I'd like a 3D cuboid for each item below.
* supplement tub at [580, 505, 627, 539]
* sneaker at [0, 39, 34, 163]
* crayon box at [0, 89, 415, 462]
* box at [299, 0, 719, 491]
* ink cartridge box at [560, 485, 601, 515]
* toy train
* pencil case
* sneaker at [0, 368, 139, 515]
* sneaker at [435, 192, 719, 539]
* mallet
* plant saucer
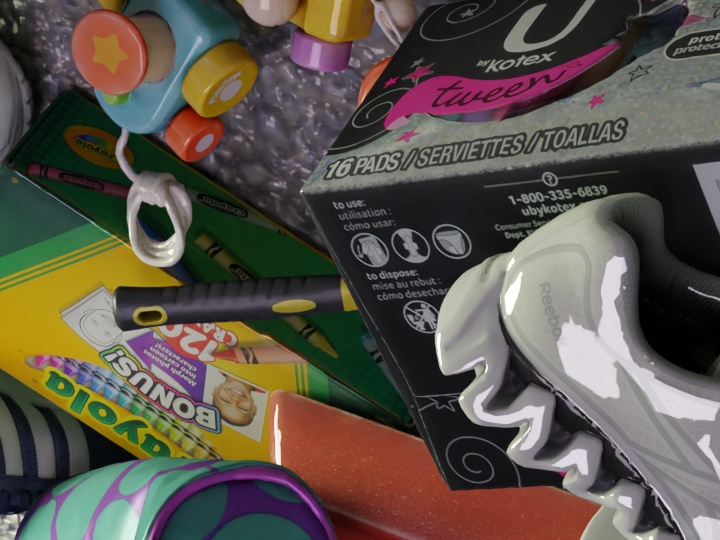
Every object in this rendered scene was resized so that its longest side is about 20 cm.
[{"bbox_3d":[0.148,0.178,1.015,0.140,0.140,0.200,9,132,24],"label":"supplement tub"},{"bbox_3d":[-0.203,-0.037,1.189,0.074,0.087,0.200,37,136,-2],"label":"sneaker"},{"bbox_3d":[-0.073,0.026,1.190,0.200,0.058,0.119,33,138,0],"label":"crayon box"},{"bbox_3d":[0.107,-0.019,0.889,0.199,0.115,0.132,-6,124,33],"label":"box"},{"bbox_3d":[0.194,0.126,1.107,0.199,0.084,0.146,8,132,25],"label":"ink cartridge box"},{"bbox_3d":[-0.037,-0.063,1.048,0.199,0.056,0.151,-9,93,38],"label":"toy train"},{"bbox_3d":[-0.081,0.125,1.150,0.085,0.093,0.200,16,169,-20],"label":"pencil case"},{"bbox_3d":[-0.163,0.091,1.253,0.200,0.085,0.075,29,145,-26],"label":"sneaker"},{"bbox_3d":[0.116,0.058,0.822,0.200,0.075,0.081,41,127,-9],"label":"sneaker"},{"bbox_3d":[0.000,0.000,1.099,0.199,0.041,0.066,1,127,4],"label":"mallet"},{"bbox_3d":[0.049,0.158,1.149,0.199,0.037,0.200,18,137,28],"label":"plant saucer"}]
